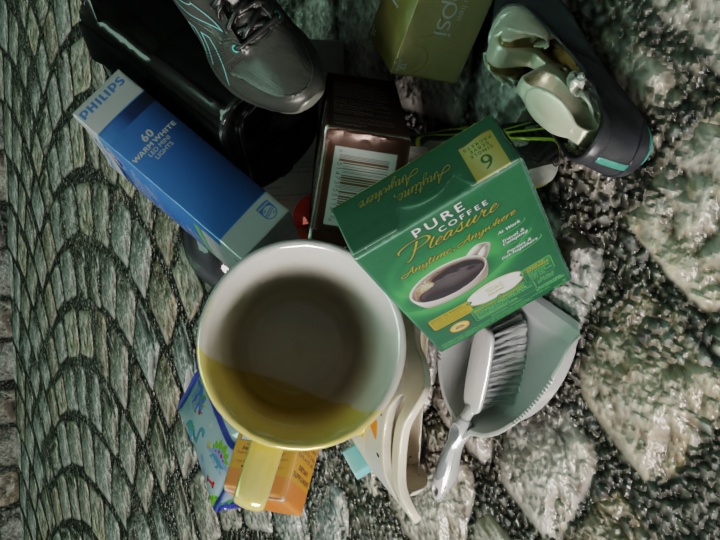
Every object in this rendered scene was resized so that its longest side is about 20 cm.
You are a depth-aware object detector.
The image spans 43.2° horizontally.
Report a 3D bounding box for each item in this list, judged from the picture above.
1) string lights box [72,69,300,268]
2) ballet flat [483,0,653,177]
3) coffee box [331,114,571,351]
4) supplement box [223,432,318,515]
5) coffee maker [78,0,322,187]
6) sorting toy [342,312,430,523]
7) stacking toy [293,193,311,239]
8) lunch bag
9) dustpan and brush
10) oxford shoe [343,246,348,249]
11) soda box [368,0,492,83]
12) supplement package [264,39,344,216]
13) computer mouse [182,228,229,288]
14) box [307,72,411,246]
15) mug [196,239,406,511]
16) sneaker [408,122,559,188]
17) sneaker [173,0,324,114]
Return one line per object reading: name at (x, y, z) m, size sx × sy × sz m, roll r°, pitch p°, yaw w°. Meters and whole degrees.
string lights box at (-0.144, -0.072, 0.776) m, size 0.200 × 0.059 × 0.103 m, roll 40°, pitch 168°, yaw 14°
ballet flat at (0.133, -0.146, 0.655) m, size 0.201 × 0.073 × 0.073 m, roll 62°, pitch 143°, yaw 31°
coffee box at (0.072, -0.016, 0.634) m, size 0.123 × 0.200 × 0.044 m, roll -30°, pitch 60°, yaw 9°
supplement box at (-0.069, 0.131, 0.895) m, size 0.067 × 0.068 × 0.201 m, roll 64°, pitch -145°, yaw -60°
coffee maker at (-0.146, -0.185, 0.798) m, size 0.200 × 0.192 × 0.135 m, roll 36°, pitch 92°, yaw 23°
sorting toy at (0.029, 0.124, 0.798) m, size 0.180 × 0.106 × 0.201 m, roll -127°, pitch 38°, yaw -70°
stacking toy at (-0.061, 0.011, 0.881) m, size 0.085 × 0.085 × 0.201 m, roll -34°, pitch 30°, yaw 56°
lunch bag at (-0.128, 0.167, 1.104) m, size 0.200 × 0.127 × 0.170 m, roll -56°, pitch 46°, yaw 30°
dustpan and brush at (0.100, 0.108, 0.766) m, size 0.139 × 0.057 × 0.201 m, roll 39°, pitch 128°, yaw 49°
oxford shoe at (0.000, 0.000, 0.896) m, size 0.071 × 0.073 × 0.200 m, roll 64°, pitch 145°, yaw 24°
soda box at (0.075, -0.252, 0.717) m, size 0.201 × 0.067 × 0.064 m, roll -67°, pitch 33°, yaw 36°
supplement package at (-0.090, -0.142, 0.976) m, size 0.117 × 0.116 × 0.201 m, roll 10°, pitch 104°, yaw 60°
computer mouse at (-0.124, 0.015, 1.001) m, size 0.053 × 0.200 × 0.138 m, roll -55°, pitch 25°, yaw -13°
box at (-0.004, -0.103, 0.803) m, size 0.200 × 0.074 × 0.101 m, roll -90°, pitch 10°, yaw -67°
mug at (-0.063, 0.072, 0.715) m, size 0.150 × 0.186 × 0.153 m, roll 50°, pitch 171°, yaw 0°
sneaker at (0.099, -0.075, 0.730) m, size 0.200 × 0.075 × 0.077 m, roll -155°, pitch 54°, yaw -69°
sneaker at (-0.105, -0.201, 0.691) m, size 0.200 × 0.075 × 0.079 m, roll 47°, pitch 177°, yaw 5°
